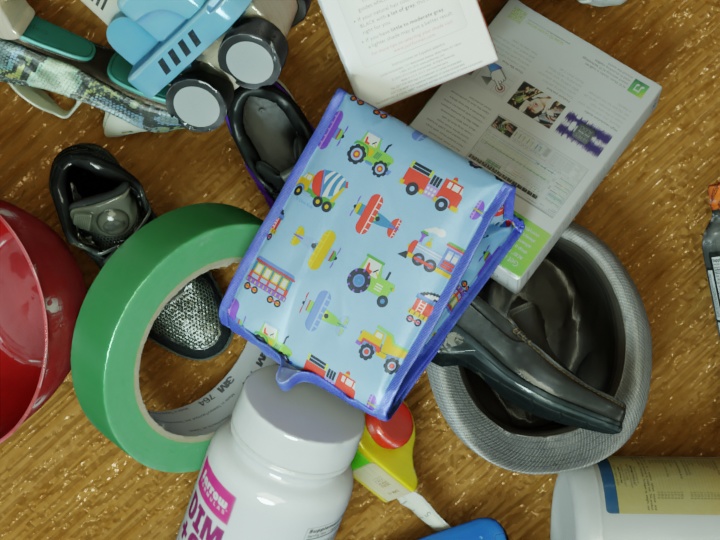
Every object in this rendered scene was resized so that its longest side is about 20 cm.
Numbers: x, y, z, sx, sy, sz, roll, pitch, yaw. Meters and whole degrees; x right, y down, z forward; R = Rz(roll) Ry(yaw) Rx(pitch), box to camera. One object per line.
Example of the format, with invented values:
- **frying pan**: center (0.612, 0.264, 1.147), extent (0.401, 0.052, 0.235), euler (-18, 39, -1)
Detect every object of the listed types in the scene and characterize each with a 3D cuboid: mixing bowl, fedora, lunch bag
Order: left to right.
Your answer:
- **mixing bowl**: center (-0.278, 0.029, 1.343), extent (0.199, 0.108, 0.202), euler (5, 101, 31)
- **lunch bag**: center (0.000, 0.000, 1.270), extent (0.150, 0.094, 0.201), euler (30, 80, 18)
- **fedora**: center (0.133, 0.058, 1.393), extent (0.175, 0.090, 0.202), euler (-13, 84, -5)

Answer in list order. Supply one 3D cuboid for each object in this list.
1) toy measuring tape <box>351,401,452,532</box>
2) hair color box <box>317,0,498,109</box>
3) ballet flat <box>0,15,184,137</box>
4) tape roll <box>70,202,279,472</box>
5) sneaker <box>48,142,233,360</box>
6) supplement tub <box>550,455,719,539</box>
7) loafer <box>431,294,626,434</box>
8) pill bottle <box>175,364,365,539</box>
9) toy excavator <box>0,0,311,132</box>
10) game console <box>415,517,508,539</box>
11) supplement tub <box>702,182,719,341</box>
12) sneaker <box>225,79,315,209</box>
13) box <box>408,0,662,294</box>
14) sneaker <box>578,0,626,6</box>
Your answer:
- **toy measuring tape**: center (0.035, 0.148, 1.412), extent (0.200, 0.074, 0.074), euler (40, 89, -20)
- **hair color box**: center (0.015, -0.230, 1.311), extent (0.110, 0.064, 0.201), euler (-21, 102, 5)
- **ballet flat**: center (-0.205, -0.142, 1.388), extent (0.199, 0.074, 0.075), euler (23, 91, -1)
- **tape roll**: center (-0.121, 0.051, 1.339), extent (0.200, 0.048, 0.202), euler (-22, 126, -34)
- **sneaker**: center (-0.171, -0.010, 1.365), extent (0.076, 0.114, 0.200), euler (-34, 96, 0)
- **supplement tub**: center (0.253, 0.216, 1.377), extent (0.198, 0.145, 0.146), euler (1, 92, -3)
- **loafer**: center (0.111, 0.054, 1.311), extent (0.199, 0.073, 0.073), euler (29, 80, 2)
- **pill bottle**: center (-0.071, 0.178, 1.338), extent (0.113, 0.114, 0.201), euler (19, 117, -3)
- **toy excavator**: center (-0.165, -0.196, 1.312), extent (0.200, 0.100, 0.194), euler (41, 129, -18)
- **game console**: center (0.055, 0.315, 1.412), extent (0.199, 0.118, 0.172), euler (-21, 62, 13)
- **supplement tub**: center (0.335, 0.023, 1.387), extent (0.121, 0.123, 0.202), euler (-11, 92, -3)
- **sneaker**: center (-0.045, -0.062, 1.374), extent (0.069, 0.100, 0.201), euler (-34, 93, 1)
- **box**: center (0.117, -0.098, 1.367), extent (0.144, 0.036, 0.200), euler (34, 71, 16)
- **sneaker**: center (0.171, -0.232, 1.378), extent (0.198, 0.099, 0.078), euler (-11, 69, -16)
